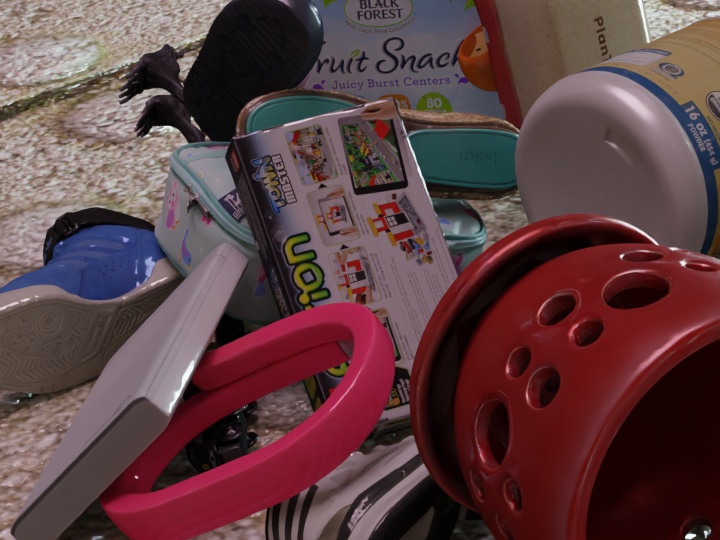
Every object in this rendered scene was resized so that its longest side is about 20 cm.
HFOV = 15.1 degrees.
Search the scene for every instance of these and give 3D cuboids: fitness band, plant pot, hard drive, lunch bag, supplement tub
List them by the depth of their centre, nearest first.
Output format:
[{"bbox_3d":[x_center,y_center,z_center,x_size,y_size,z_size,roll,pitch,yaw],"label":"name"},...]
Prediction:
[{"bbox_3d":[0.141,0.076,1.417,0.200,0.201,0.182,-18,31,-23],"label":"plant pot"},{"bbox_3d":[-0.063,0.089,1.548,0.200,0.037,0.144,-25,28,30],"label":"fitness band"},{"bbox_3d":[-0.136,0.073,1.624,0.132,0.027,0.200,-45,11,27],"label":"hard drive"},{"bbox_3d":[0.211,-0.079,1.716,0.200,0.145,0.144,-25,30,-39],"label":"supplement tub"},{"bbox_3d":[-0.031,-0.030,1.782,0.199,0.077,0.160,0,30,-29],"label":"lunch bag"}]

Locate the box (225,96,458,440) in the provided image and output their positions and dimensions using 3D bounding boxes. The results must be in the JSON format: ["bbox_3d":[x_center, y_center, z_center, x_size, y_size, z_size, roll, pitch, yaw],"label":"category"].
[{"bbox_3d":[0.000,0.000,1.664,0.110,0.201,0.035,-15,-16,-16],"label":"box"}]

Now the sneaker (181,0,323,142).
[{"bbox_3d":[-0.055,-0.148,1.775,0.082,0.070,0.200,-36,0,-25],"label":"sneaker"}]

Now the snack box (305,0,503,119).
[{"bbox_3d":[0.023,-0.145,1.969,0.199,0.169,0.068,-2,24,10],"label":"snack box"}]

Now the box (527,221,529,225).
[{"bbox_3d":[0.166,-0.005,1.786,0.119,0.042,0.200,-2,23,12],"label":"box"}]

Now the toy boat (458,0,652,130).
[{"bbox_3d":[0.119,-0.153,1.858,0.130,0.201,0.131,-24,15,-40],"label":"toy boat"}]

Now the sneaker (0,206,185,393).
[{"bbox_3d":[-0.196,0.016,1.790,0.200,0.077,0.111,-18,33,-32],"label":"sneaker"}]

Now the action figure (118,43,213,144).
[{"bbox_3d":[-0.072,-0.078,1.909,0.200,0.119,0.102,26,64,17],"label":"action figure"}]

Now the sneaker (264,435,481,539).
[{"bbox_3d":[0.020,0.107,1.543,0.115,0.076,0.200,15,35,35],"label":"sneaker"}]

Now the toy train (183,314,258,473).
[{"bbox_3d":[-0.090,0.073,1.699,0.046,0.034,0.200,-18,25,6],"label":"toy train"}]

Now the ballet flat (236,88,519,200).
[{"bbox_3d":[0.010,-0.076,1.754,0.199,0.071,0.065,9,0,-17],"label":"ballet flat"}]
